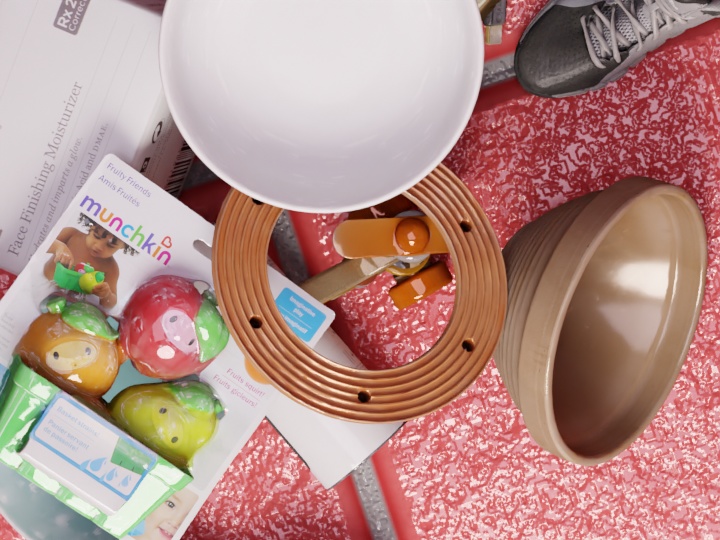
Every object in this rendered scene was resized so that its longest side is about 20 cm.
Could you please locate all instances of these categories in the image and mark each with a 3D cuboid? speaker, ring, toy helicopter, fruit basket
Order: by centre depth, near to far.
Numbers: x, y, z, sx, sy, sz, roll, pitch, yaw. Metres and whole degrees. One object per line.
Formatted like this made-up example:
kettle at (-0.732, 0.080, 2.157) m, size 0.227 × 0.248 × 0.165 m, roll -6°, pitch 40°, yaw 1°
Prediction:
fruit basket at (-0.142, 0.059, 1.245) m, size 0.185 × 0.094 × 0.200 m, roll 37°, pitch 93°, yaw -15°
ring at (0.000, 0.003, 1.266) m, size 0.200 × 0.019 × 0.201 m, roll 7°, pitch 69°, yaw -19°
toy helicopter at (0.000, 0.000, 1.343) m, size 0.200 × 0.132 × 0.079 m, roll -28°, pitch 91°, yaw -33°
speaker at (-0.059, 0.056, 1.414) m, size 0.081 × 0.081 × 0.200 m, roll -41°, pitch 89°, yaw 8°

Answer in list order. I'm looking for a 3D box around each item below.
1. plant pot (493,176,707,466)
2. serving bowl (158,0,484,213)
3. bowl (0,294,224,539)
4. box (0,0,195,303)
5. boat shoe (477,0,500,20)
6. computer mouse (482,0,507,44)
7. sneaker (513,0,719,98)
plant pot at (0.149, 0.026, 1.350) m, size 0.093 × 0.201 × 0.201 m, roll 20°, pitch 97°, yaw 35°
serving bowl at (-0.024, -0.140, 1.228) m, size 0.200 × 0.066 × 0.201 m, roll 0°, pitch 105°, yaw 0°
bowl at (-0.176, 0.100, 1.401) m, size 0.200 × 0.105 × 0.201 m, roll 8°, pitch 106°, yaw 29°
box at (-0.189, -0.102, 1.355) m, size 0.131 × 0.200 × 0.199 m, roll 23°, pitch 100°, yaw 5°
boat shoe at (0.024, -0.155, 1.354) m, size 0.065 × 0.072 × 0.200 m, roll 42°, pitch 92°, yaw 2°
computer mouse at (0.031, -0.159, 1.410) m, size 0.140 × 0.046 × 0.200 m, roll 4°, pitch 97°, yaw -9°
sneaker at (0.193, -0.182, 1.347) m, size 0.200 × 0.115 × 0.075 m, roll -28°, pitch 91°, yaw 8°
